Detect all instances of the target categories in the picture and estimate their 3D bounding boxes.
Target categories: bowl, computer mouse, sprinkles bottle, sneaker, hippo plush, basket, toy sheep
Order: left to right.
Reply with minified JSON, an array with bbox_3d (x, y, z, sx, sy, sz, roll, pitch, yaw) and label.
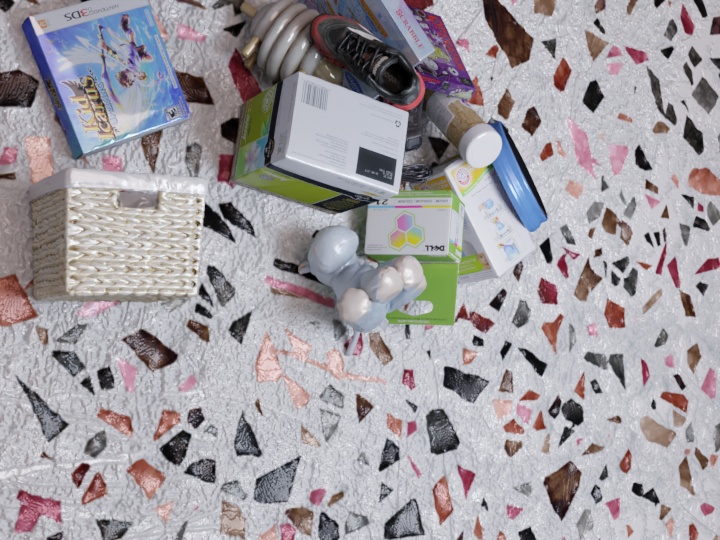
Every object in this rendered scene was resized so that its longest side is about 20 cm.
[{"bbox_3d":[-0.325,-0.042,1.398,0.195,0.199,0.164,2,85,-31],"label":"basket"},{"bbox_3d":[-0.109,-0.348,1.617,0.199,0.138,0.138,38,64,2],"label":"toy sheep"},{"bbox_3d":[0.000,0.000,1.624,0.158,0.200,0.162,-33,73,-11],"label":"hippo plush"},{"bbox_3d":[0.011,-0.310,1.528,0.199,0.098,0.071,36,94,-3],"label":"sneaker"},{"bbox_3d":[0.041,-0.236,1.747,0.138,0.046,0.204,-3,77,-10],"label":"computer mouse"},{"bbox_3d":[0.158,-0.250,1.735,0.067,0.201,0.069,-16,134,-18],"label":"sprinkles bottle"},{"bbox_3d":[0.266,-0.164,1.802,0.202,0.039,0.202,58,15,-25],"label":"bowl"}]

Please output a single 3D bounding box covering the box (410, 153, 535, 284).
[{"bbox_3d":[0.189,-0.093,1.777,0.101,0.112,0.202,-33,101,-30],"label":"box"}]

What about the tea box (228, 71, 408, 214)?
[{"bbox_3d":[-0.064,-0.184,1.580,0.197,0.196,0.136,16,75,-31],"label":"tea box"}]

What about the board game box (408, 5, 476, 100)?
[{"bbox_3d":[0.111,-0.370,1.751,0.119,0.032,0.202,13,43,-34],"label":"board game box"}]

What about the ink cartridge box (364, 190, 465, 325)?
[{"bbox_3d":[0.083,-0.020,1.674,0.076,0.145,0.204,30,62,-65],"label":"ink cartridge box"}]

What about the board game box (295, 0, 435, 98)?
[{"bbox_3d":[0.002,-0.378,1.631,0.041,0.199,0.202,-36,96,-30],"label":"board game box"}]

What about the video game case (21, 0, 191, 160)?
[{"bbox_3d":[-0.359,-0.283,1.498,0.180,0.045,0.203,-25,97,-31],"label":"video game case"}]
